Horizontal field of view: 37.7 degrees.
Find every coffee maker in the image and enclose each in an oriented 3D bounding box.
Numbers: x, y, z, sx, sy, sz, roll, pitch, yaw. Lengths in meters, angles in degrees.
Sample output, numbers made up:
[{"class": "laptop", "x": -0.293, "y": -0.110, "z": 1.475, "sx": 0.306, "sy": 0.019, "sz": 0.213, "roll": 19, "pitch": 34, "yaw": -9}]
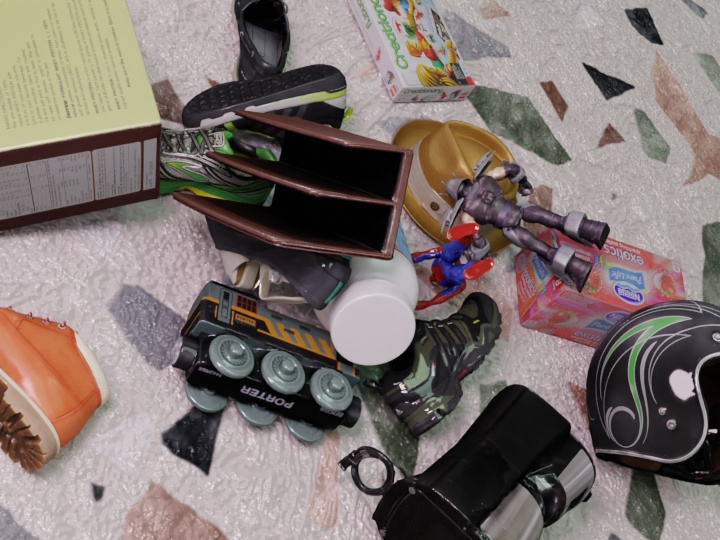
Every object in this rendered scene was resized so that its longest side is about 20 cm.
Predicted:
[{"class": "coffee maker", "x": 0.116, "y": 0.200, "z": 1.028, "sx": 0.199, "sy": 0.134, "sz": 0.194, "roll": -35, "pitch": 93, "yaw": -48}]

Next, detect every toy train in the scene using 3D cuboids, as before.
[{"class": "toy train", "x": -0.087, "y": 0.087, "z": 1.017, "sx": 0.197, "sy": 0.085, "sz": 0.115, "roll": 21, "pitch": 42, "yaw": -21}]

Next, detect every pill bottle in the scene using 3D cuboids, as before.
[{"class": "pill bottle", "x": 0.000, "y": 0.000, "z": 1.064, "sx": 0.107, "sy": 0.110, "sz": 0.201, "roll": 20, "pitch": 29, "yaw": -21}]

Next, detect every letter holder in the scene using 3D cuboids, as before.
[{"class": "letter holder", "x": -0.072, "y": -0.087, "z": 0.973, "sx": 0.140, "sy": 0.199, "sz": 0.102, "roll": 4, "pitch": 102, "yaw": -38}]

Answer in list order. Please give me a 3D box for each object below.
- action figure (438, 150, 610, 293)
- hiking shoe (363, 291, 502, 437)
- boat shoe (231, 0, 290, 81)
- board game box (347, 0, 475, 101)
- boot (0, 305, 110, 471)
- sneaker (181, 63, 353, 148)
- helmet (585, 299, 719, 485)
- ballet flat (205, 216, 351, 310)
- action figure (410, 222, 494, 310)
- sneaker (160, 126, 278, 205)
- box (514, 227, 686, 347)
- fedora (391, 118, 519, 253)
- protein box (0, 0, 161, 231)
[{"class": "action figure", "x": 0.175, "y": -0.054, "z": 1.189, "sx": 0.198, "sy": 0.069, "sz": 0.131, "roll": 28, "pitch": 85, "yaw": 15}, {"class": "hiking shoe", "x": 0.082, "y": 0.077, "z": 1.133, "sx": 0.101, "sy": 0.076, "sz": 0.201, "roll": 42, "pitch": 48, "yaw": -7}, {"class": "boat shoe", "x": -0.114, "y": -0.292, "z": 1.248, "sx": 0.074, "sy": 0.066, "sz": 0.202, "roll": 20, "pitch": 52, "yaw": -21}, {"class": "board game box", "x": 0.060, "y": -0.316, "z": 1.399, "sx": 0.125, "sy": 0.035, "sz": 0.202, "roll": -9, "pitch": 67, "yaw": -36}, {"class": "boot", "x": -0.301, "y": 0.061, "z": 0.902, "sx": 0.201, "sy": 0.075, "sz": 0.107, "roll": 53, "pitch": 44, "yaw": -4}, {"class": "sneaker", "x": -0.098, "y": -0.168, "z": 1.175, "sx": 0.197, "sy": 0.084, "sz": 0.072, "roll": -15, "pitch": 33, "yaw": -16}, {"class": "helmet", "x": 0.354, "y": 0.129, "z": 1.186, "sx": 0.197, "sy": 0.199, "sz": 0.194, "roll": 19, "pitch": 76, "yaw": -21}, {"class": "ballet flat", "x": -0.092, "y": -0.009, "z": 1.008, "sx": 0.198, "sy": 0.074, "sz": 0.072, "roll": 21, "pitch": 32, "yaw": 40}, {"class": "action figure", "x": 0.076, "y": 0.003, "z": 1.130, "sx": 0.098, "sy": 0.200, "sz": 0.066, "roll": -21, "pitch": 84, "yaw": -4}, {"class": "sneaker", "x": -0.176, "y": -0.125, "z": 1.088, "sx": 0.197, "sy": 0.085, "sz": 0.079, "roll": 13, "pitch": 55, "yaw": -26}, {"class": "box", "x": 0.295, "y": 0.028, "z": 1.291, "sx": 0.197, "sy": 0.095, "sz": 0.104, "roll": 17, "pitch": 54, "yaw": -23}, {"class": "fedora", "x": 0.130, "y": -0.118, "z": 1.284, "sx": 0.198, "sy": 0.082, "sz": 0.203, "roll": 17, "pitch": 53, "yaw": -23}, {"class": "protein box", "x": -0.302, "y": -0.162, "z": 0.960, "sx": 0.197, "sy": 0.135, "sz": 0.201, "roll": -13, "pitch": 68, "yaw": -18}]
